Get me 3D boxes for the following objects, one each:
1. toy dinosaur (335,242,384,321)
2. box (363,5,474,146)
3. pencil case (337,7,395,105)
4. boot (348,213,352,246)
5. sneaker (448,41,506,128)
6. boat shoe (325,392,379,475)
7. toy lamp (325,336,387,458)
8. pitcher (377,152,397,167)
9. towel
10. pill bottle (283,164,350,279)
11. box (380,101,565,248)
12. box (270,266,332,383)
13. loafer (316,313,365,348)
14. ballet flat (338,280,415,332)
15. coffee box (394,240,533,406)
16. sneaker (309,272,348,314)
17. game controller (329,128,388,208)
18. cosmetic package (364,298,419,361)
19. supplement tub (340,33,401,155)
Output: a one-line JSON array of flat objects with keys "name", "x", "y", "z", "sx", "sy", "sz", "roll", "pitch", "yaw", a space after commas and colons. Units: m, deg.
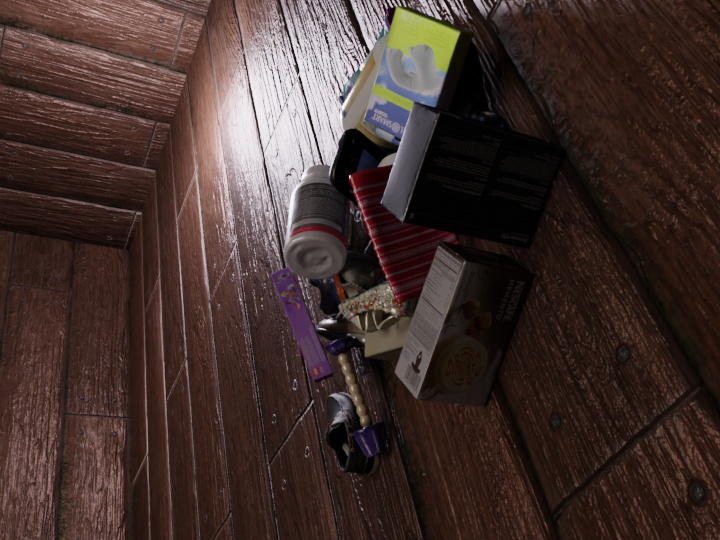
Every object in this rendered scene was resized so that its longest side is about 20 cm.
[{"name": "toy dinosaur", "x": 0.000, "y": 0.000, "z": 1.367, "sx": 0.077, "sy": 0.102, "sz": 0.201, "roll": -57, "pitch": 35, "yaw": 38}, {"name": "box", "x": 0.080, "y": -0.274, "z": 1.148, "sx": 0.122, "sy": 0.048, "sz": 0.201, "roll": 32, "pitch": 119, "yaw": 29}, {"name": "pencil case", "x": 0.038, "y": -0.379, "z": 1.434, "sx": 0.093, "sy": 0.085, "sz": 0.200, "roll": 56, "pitch": 138, "yaw": 14}, {"name": "boot", "x": -0.082, "y": -0.061, "z": 1.594, "sx": 0.155, "sy": 0.072, "sz": 0.201, "roll": 51, "pitch": 127, "yaw": 54}, {"name": "sneaker", "x": 0.174, "y": -0.246, "z": 1.142, "sx": 0.112, "sy": 0.073, "sz": 0.202, "roll": 10, "pitch": 97, "yaw": 59}, {"name": "boat shoe", "x": -0.029, "y": 0.284, "z": 1.381, "sx": 0.202, "sy": 0.063, "sz": 0.074, "roll": -123, "pitch": 45, "yaw": -56}, {"name": "toy lamp", "x": -0.005, "y": 0.215, "z": 1.309, "sx": 0.058, "sy": 0.058, "sz": 0.201, "roll": -39, "pitch": 65, "yaw": 53}, {"name": "pitcher", "x": 0.077, "y": -0.072, "z": 1.239, "sx": 0.172, "sy": 0.120, "sz": 0.202, "roll": 116, "pitch": 149, "yaw": -72}, {"name": "towel", "x": 0.075, "y": -0.063, "z": 1.120, "sx": 0.022, "sy": 0.144, "sz": 0.201, "roll": -36, "pitch": 73, "yaw": 58}, {"name": "pill bottle", "x": -0.074, "y": -0.093, "z": 1.376, "sx": 0.111, "sy": 0.110, "sz": 0.201, "roll": -53, "pitch": 25, "yaw": 44}, {"name": "box", "x": 0.145, "y": -0.120, "z": 0.999, "sx": 0.079, "sy": 0.199, "sz": 0.142, "roll": 43, "pitch": 119, "yaw": 59}, {"name": "box", "x": -0.103, "y": 0.102, "z": 1.391, "sx": 0.137, "sy": 0.039, "sz": 0.201, "roll": 98, "pitch": 150, "yaw": -81}, {"name": "loafer", "x": -0.011, "y": 0.105, "z": 1.410, "sx": 0.199, "sy": 0.072, "sz": 0.063, "roll": 4, "pitch": 69, "yaw": 58}, {"name": "ballet flat", "x": 0.020, "y": 0.061, "z": 1.179, "sx": 0.200, "sy": 0.075, "sz": 0.065, "roll": 152, "pitch": 117, "yaw": -62}, {"name": "coffee box", "x": 0.138, "y": 0.074, "z": 1.050, "sx": 0.080, "sy": 0.114, "sz": 0.202, "roll": 45, "pitch": 121, "yaw": 59}, {"name": "sneaker", "x": -0.066, "y": -0.005, "z": 1.448, "sx": 0.078, "sy": 0.075, "sz": 0.201, "roll": -31, "pitch": 55, "yaw": 22}, {"name": "game controller", "x": 0.020, "y": -0.147, "z": 1.272, "sx": 0.042, "sy": 0.200, "sz": 0.105, "roll": -2, "pitch": 68, "yaw": 37}, {"name": "cosmetic package", "x": 0.083, "y": 0.077, "z": 1.207, "sx": 0.200, "sy": 0.073, "sz": 0.104, "roll": -29, "pitch": 56, "yaw": 59}, {"name": "supplement tub", "x": 0.066, "y": -0.299, "z": 1.281, "sx": 0.200, "sy": 0.144, "sz": 0.146, "roll": -53, "pitch": 37, "yaw": 44}]
